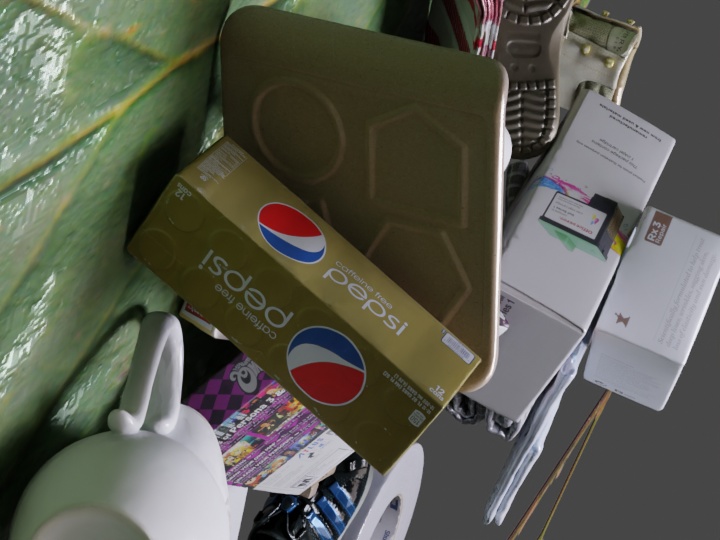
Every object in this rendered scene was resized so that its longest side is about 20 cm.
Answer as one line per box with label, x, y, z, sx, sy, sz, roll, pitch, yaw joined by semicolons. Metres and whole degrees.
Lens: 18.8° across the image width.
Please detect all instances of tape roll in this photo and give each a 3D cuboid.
tape roll;-0.013;0.233;1.910;0.200;0.066;0.202;21;90;-77

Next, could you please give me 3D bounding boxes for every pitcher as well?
pitcher;-0.131;0.121;1.248;0.200;0.120;0.173;-53;141;-78

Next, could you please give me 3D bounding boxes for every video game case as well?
video game case;-0.019;0.072;1.430;0.200;0.036;0.181;-40;155;17

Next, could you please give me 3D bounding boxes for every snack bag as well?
snack bag;0.159;0.079;1.689;0.189;0.021;0.201;-59;174;-44

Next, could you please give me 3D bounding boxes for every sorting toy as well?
sorting toy;0.003;-0.044;1.267;0.036;0.184;0.202;-36;135;-52

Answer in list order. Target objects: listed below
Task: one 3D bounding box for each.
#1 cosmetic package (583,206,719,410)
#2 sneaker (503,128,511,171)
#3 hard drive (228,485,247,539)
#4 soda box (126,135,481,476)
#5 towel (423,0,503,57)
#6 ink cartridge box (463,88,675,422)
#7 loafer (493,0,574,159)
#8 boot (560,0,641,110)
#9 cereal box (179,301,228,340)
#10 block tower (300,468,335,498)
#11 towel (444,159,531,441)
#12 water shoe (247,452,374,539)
cosmetic package;0.219;0.032;1.617;0.200;0.074;0.102;77;36;-78
sneaker;0.056;-0.060;1.361;0.200;0.114;0.073;-4;114;-52
hard drive;-0.138;0.228;1.513;0.200;0.025;0.133;-47;155;-55
soda box;-0.033;0.019;1.242;0.068;0.200;0.064;-51;176;35
towel;0.069;-0.170;1.603;0.145;0.023;0.201;-102;-165;-46
ink cartridge box;0.139;-0.010;1.598;0.201;0.084;0.145;-60;180;-36
loafer;0.117;-0.178;1.601;0.067;0.075;0.202;142;-42;-80
boot;0.142;-0.205;1.678;0.072;0.154;0.201;-55;158;-37
cereal box;-0.025;-0.046;1.400;0.143;0.039;0.201;10;104;-53
block tower;-0.025;0.066;1.649;0.058;0.054;0.201;-19;129;-70
towel;0.129;0.023;1.791;0.166;0.085;0.201;-60;165;-28
water shoe;-0.044;0.193;1.724;0.079;0.071;0.201;-18;127;-70
